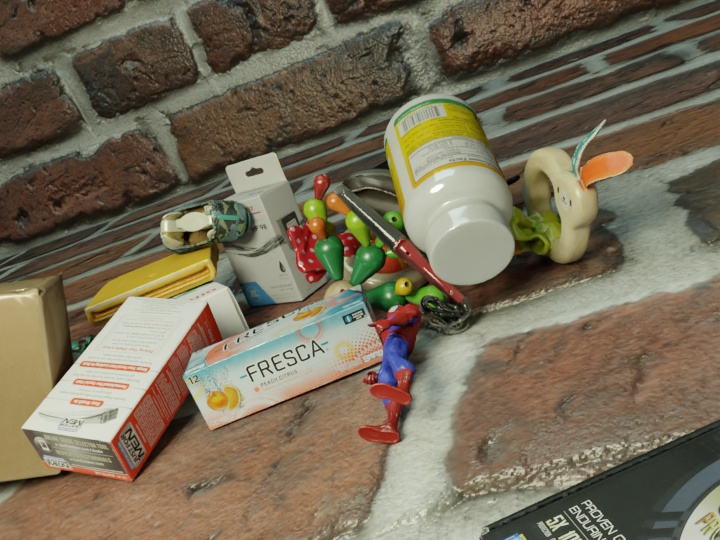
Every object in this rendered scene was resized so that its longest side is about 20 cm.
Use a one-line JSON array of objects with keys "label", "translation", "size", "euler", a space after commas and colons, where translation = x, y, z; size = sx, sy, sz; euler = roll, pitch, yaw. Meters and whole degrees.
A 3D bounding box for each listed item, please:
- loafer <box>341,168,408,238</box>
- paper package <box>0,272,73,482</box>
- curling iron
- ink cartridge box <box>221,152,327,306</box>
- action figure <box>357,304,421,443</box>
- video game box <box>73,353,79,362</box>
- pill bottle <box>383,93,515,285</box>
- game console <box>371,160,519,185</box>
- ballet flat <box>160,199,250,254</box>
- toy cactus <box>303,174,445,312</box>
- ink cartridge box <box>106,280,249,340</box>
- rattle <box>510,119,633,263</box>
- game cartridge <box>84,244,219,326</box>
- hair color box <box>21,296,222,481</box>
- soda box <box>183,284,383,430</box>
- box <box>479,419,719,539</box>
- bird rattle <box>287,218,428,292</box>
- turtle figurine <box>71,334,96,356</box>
[{"label": "loafer", "translation": [0.066, -0.057, 0.929], "size": [0.073, 0.199, 0.072], "euler": [111, 180, -59]}, {"label": "paper package", "translation": [-0.408, 0.116, 0.833], "size": [0.189, 0.201, 0.103], "euler": [-6, 9, -7]}, {"label": "curling iron", "translation": [0.039, -0.016, 0.800], "size": [0.049, 0.200, 0.026], "euler": [-33, -15, -21]}, {"label": "ink cartridge box", "translation": [-0.140, -0.055, 1.117], "size": [0.115, 0.201, 0.067], "euler": [-8, 20, 41]}, {"label": "action figure", "translation": [0.028, 0.077, 0.714], "size": [0.051, 0.066, 0.200], "euler": [11, 21, 5]}, {"label": "video game box", "translation": [-0.453, 0.150, 0.970], "size": [0.199, 0.047, 0.182], "euler": [-24, -20, -6]}, {"label": "pill bottle", "translation": [0.093, -0.084, 0.809], "size": [0.112, 0.113, 0.201], "euler": [-19, 44, 8]}, {"label": "game console", "translation": [0.093, -0.122, 1.134], "size": [0.200, 0.176, 0.117], "euler": [-20, 37, 61]}, {"label": "ballet flat", "translation": [-0.238, -0.064, 1.092], "size": [0.199, 0.075, 0.074], "euler": [-12, 18, 43]}, {"label": "toy cactus", "translation": [0.000, 0.000, 0.882], "size": [0.166, 0.199, 0.102], "euler": [-59, -9, 19]}, {"label": "ink cartridge box", "translation": [-0.247, 0.076, 1.042], "size": [0.144, 0.084, 0.200], "euler": [-27, 16, -20]}, {"label": "rattle", "translation": [0.172, -0.072, 0.804], "size": [0.142, 0.131, 0.200], "euler": [3, -8, -2]}, {"label": "game cartridge", "translation": [-0.284, 0.012, 1.104], "size": [0.175, 0.033, 0.200], "euler": [-22, 11, -4]}, {"label": "hair color box", "translation": [-0.241, 0.116, 0.823], "size": [0.110, 0.064, 0.200], "euler": [2, 38, 22]}, {"label": "soda box", "translation": [-0.076, 0.088, 0.804], "size": [0.199, 0.069, 0.064], "euler": [-22, 16, 3]}, {"label": "box", "translation": [0.156, 0.146, 0.280], "size": [0.163, 0.087, 0.200], "euler": [-22, 16, -4]}, {"label": "bird rattle", "translation": [0.017, -0.030, 0.986], "size": [0.199, 0.113, 0.163], "euler": [-19, 43, -28]}, {"label": "turtle figurine", "translation": [-0.478, 0.117, 1.195], "size": [0.199, 0.101, 0.150], "euler": [-1, 36, 14]}]
